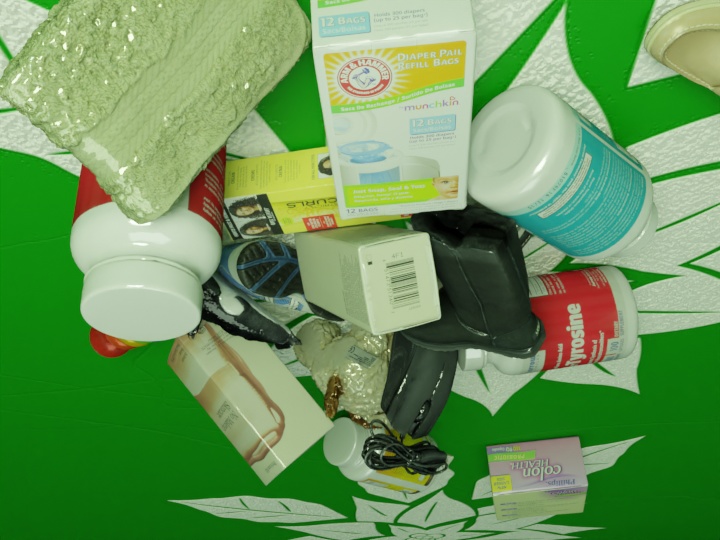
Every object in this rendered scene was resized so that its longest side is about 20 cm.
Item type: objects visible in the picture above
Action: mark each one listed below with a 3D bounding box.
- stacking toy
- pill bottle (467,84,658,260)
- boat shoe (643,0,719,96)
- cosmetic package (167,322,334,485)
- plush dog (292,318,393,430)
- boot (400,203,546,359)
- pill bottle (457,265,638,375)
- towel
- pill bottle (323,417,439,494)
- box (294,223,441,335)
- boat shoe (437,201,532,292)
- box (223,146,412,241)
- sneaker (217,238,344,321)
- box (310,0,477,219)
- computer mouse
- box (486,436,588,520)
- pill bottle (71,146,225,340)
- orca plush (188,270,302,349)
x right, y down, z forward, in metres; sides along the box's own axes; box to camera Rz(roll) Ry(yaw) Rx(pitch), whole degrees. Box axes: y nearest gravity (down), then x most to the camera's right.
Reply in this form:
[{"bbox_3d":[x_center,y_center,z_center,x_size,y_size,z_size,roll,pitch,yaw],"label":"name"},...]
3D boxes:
[{"bbox_3d":[-0.258,0.059,0.950,0.085,0.086,0.200,22,145,-36],"label":"stacking toy"},{"bbox_3d":[0.190,-0.077,0.733,0.200,0.111,0.111,25,139,-37],"label":"pill bottle"},{"bbox_3d":[0.323,-0.163,0.648,0.199,0.065,0.072,9,147,-19],"label":"boat shoe"},{"bbox_3d":[-0.137,0.149,0.980,0.087,0.200,0.103,-37,170,-32],"label":"cosmetic package"},{"bbox_3d":[0.024,0.140,1.012,0.200,0.161,0.172,-28,130,33],"label":"plush dog"},{"bbox_3d":[0.086,0.011,0.782,0.164,0.066,0.200,3,152,26],"label":"boot"},{"bbox_3d":[0.211,0.062,0.948,0.199,0.113,0.112,-8,149,-3],"label":"pill bottle"},{"bbox_3d":[-0.122,-0.143,0.527,0.036,0.200,0.148,22,159,47],"label":"towel"},{"bbox_3d":[0.035,0.307,1.356,0.109,0.110,0.200,-28,141,35],"label":"pill bottle"},{"bbox_3d":[0.000,0.000,0.764,0.068,0.082,0.200,-13,-168,-18],"label":"box"},{"bbox_3d":[0.128,-0.017,0.864,0.060,0.074,0.200,13,148,-25],"label":"boat shoe"},{"bbox_3d":[-0.035,-0.077,0.768,0.199,0.050,0.075,-7,148,5],"label":"box"},{"bbox_3d":[-0.076,0.005,0.899,0.077,0.076,0.200,11,170,43],"label":"sneaker"},{"bbox_3d":[0.025,-0.140,0.620,0.112,0.102,0.200,-5,149,1],"label":"box"},{"bbox_3d":[0.075,0.134,0.922,0.053,0.201,0.138,-3,163,44],"label":"computer mouse"},{"bbox_3d":[0.342,0.408,1.567,0.175,0.097,0.200,-8,149,8],"label":"box"},{"bbox_3d":[-0.165,-0.053,0.635,0.112,0.201,0.112,-3,149,-2],"label":"pill bottle"},{"bbox_3d":[-0.162,0.041,0.877,0.071,0.105,0.200,-48,123,4],"label":"orca plush"}]
